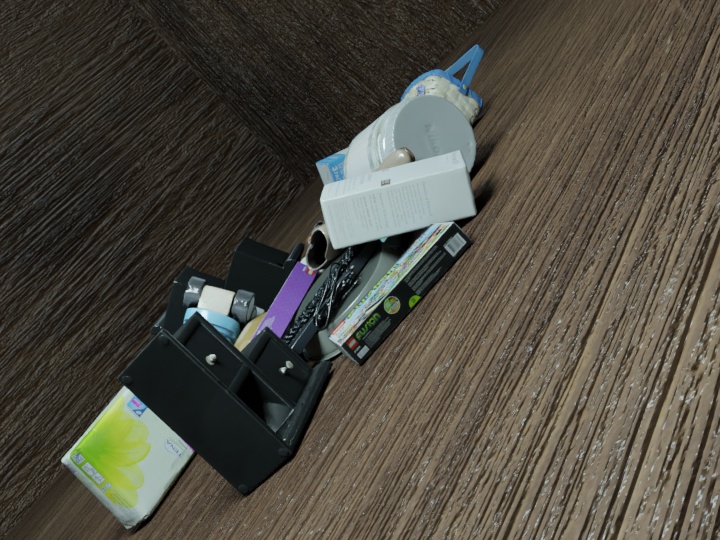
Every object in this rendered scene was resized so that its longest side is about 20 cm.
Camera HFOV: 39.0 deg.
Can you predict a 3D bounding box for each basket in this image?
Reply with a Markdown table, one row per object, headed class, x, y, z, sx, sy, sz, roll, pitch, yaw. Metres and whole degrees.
| class | x | y | z | sx | sy | sz | roll | pitch | yaw |
| --- | --- | --- | --- | --- | --- | --- | --- | --- | --- |
| basket | 0.156 | -0.322 | 1.938 | 0.176 | 0.138 | 0.202 | -35 | 23 | 53 |

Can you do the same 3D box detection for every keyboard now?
| class | x | y | z | sx | sy | sz | roll | pitch | yaw |
| --- | --- | --- | --- | --- | --- | --- | --- | --- | --- |
| keyboard | -0.045 | 0.019 | 1.356 | 0.201 | 0.040 | 0.104 | -55 | 20 | -16 |

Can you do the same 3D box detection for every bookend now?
| class | x | y | z | sx | sy | sz | roll | pitch | yaw |
| --- | --- | --- | --- | --- | --- | --- | --- | --- | --- |
| bookend | -0.151 | 0.121 | 1.205 | 0.092 | 0.199 | 0.201 | -42 | 8 | 26 |
| bookend | -0.216 | 0.030 | 1.651 | 0.092 | 0.196 | 0.202 | -70 | -2 | -71 |

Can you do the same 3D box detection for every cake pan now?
| class | x | y | z | sx | sy | sz | roll | pitch | yaw |
| --- | --- | --- | --- | --- | --- | --- | --- | --- | --- |
| cake pan | -0.020 | 0.034 | 1.389 | 0.200 | 0.037 | 0.201 | -41 | 21 | 20 |

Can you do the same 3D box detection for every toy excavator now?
| class | x | y | z | sx | sy | sz | roll | pitch | yaw |
| --- | --- | --- | --- | --- | --- | --- | --- | --- | --- |
| toy excavator | -0.228 | 0.136 | 1.515 | 0.195 | 0.098 | 0.204 | 96 | -170 | -70 |

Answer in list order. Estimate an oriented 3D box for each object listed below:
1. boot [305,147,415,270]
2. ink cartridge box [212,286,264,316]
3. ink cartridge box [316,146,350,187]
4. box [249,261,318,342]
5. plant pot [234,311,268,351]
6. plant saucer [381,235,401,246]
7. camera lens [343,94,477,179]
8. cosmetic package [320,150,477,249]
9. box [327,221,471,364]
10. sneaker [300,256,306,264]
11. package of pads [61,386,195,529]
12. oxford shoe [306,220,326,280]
| class | x | y | z | sx | sy | sz | roll | pitch | yaw |
| --- | --- | --- | --- | --- | --- | --- | --- | --- | --- |
| boot | -0.004 | -0.078 | 1.466 | 0.145 | 0.070 | 0.202 | -29 | -27 | -37 |
| ink cartridge box | -0.230 | 0.136 | 1.606 | 0.039 | 0.098 | 0.203 | -63 | -6 | -71 |
| ink cartridge box | 0.034 | -0.179 | 1.823 | 0.198 | 0.117 | 0.068 | -27 | 15 | -18 |
| box | -0.122 | 0.099 | 1.483 | 0.201 | 0.038 | 0.138 | -63 | -7 | -51 |
| plant pot | -0.178 | 0.149 | 1.502 | 0.200 | 0.027 | 0.203 | 24 | -91 | -86 |
| plant saucer | 0.000 | 0.000 | 1.571 | 0.200 | 0.036 | 0.200 | -46 | 9 | 9 |
| camera lens | 0.072 | -0.171 | 1.586 | 0.160 | 0.160 | 0.199 | -49 | 9 | -23 |
| cosmetic package | 0.051 | -0.095 | 1.352 | 0.196 | 0.075 | 0.102 | -15 | 17 | 6 |
| box | 0.045 | 0.026 | 1.247 | 0.200 | 0.035 | 0.110 | -47 | 9 | -7 |
| sneaker | -0.041 | -0.028 | 1.754 | 0.099 | 0.075 | 0.201 | -38 | 11 | 41 |
| package of pads | -0.343 | 0.275 | 1.561 | 0.068 | 0.155 | 0.201 | -34 | 13 | 37 |
| oxford shoe | -0.061 | -0.025 | 1.615 | 0.071 | 0.073 | 0.200 | -43 | 11 | 12 |
